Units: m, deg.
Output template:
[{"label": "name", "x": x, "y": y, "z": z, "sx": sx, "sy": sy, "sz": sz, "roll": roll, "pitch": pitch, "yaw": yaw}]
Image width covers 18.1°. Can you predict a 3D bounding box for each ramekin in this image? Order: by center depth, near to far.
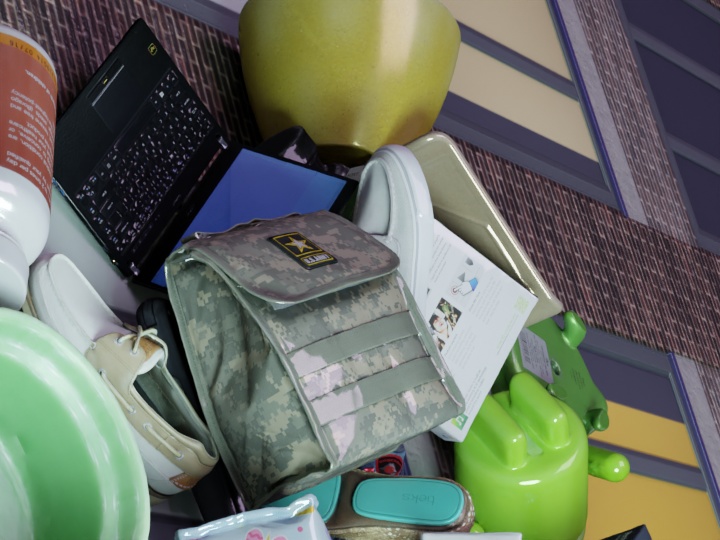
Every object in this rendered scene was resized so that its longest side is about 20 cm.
[{"label": "ramekin", "x": -0.234, "y": 0.132, "z": 1.422, "sx": 0.200, "sy": 0.097, "sz": 0.201, "roll": 41, "pitch": 34, "yaw": -35}]

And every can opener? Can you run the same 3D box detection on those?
[{"label": "can opener", "x": -0.121, "y": 0.112, "z": 1.682, "sx": 0.063, "sy": 0.078, "sz": 0.201, "roll": -1, "pitch": 76, "yaw": -65}]

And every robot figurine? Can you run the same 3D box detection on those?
[{"label": "robot figurine", "x": 0.139, "y": 0.185, "z": 1.953, "sx": 0.116, "sy": 0.175, "sz": 0.201, "roll": 44, "pitch": -30, "yaw": 41}]

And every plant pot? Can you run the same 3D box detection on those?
[{"label": "plant pot", "x": -0.016, "y": -0.149, "z": 1.982, "sx": 0.200, "sy": 0.199, "sz": 0.143, "roll": 33, "pitch": 53, "yaw": -44}]

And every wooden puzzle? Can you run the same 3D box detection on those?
[{"label": "wooden puzzle", "x": 0.056, "y": -0.014, "z": 1.964, "sx": 0.200, "sy": 0.185, "sz": 0.037, "roll": 53, "pitch": 38, "yaw": -15}]

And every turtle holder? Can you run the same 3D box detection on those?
[{"label": "turtle holder", "x": 0.148, "y": 0.107, "z": 2.073, "sx": 0.185, "sy": 0.131, "sz": 0.141, "roll": -5, "pitch": 69, "yaw": -62}]

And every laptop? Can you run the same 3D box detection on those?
[{"label": "laptop", "x": -0.124, "y": -0.079, "z": 1.750, "sx": 0.200, "sy": 0.103, "sz": 0.177, "roll": 55, "pitch": 44, "yaw": -25}]

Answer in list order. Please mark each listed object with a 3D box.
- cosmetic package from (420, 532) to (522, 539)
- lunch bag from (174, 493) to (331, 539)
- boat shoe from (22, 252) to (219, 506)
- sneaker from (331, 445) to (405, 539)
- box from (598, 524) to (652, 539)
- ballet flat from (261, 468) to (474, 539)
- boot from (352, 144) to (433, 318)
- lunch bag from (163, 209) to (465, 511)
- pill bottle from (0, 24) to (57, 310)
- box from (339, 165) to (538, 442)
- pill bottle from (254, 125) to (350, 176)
[{"label": "cosmetic package", "x": 0.078, "y": 0.301, "z": 1.649, "sx": 0.113, "sy": 0.081, "sz": 0.201, "roll": 103, "pitch": -12, "yaw": -65}, {"label": "lunch bag", "x": -0.060, "y": 0.265, "z": 1.573, "sx": 0.200, "sy": 0.127, "sz": 0.170, "roll": 82, "pitch": -8, "yaw": -75}, {"label": "boat shoe", "x": -0.170, "y": 0.069, "z": 1.623, "sx": 0.200, "sy": 0.068, "sz": 0.075, "roll": 58, "pitch": 27, "yaw": -8}, {"label": "sneaker", "x": -0.008, "y": 0.169, "z": 1.784, "sx": 0.079, "sy": 0.095, "sz": 0.201, "roll": 19, "pitch": 49, "yaw": -49}, {"label": "box", "x": 0.146, "y": 0.309, "z": 1.822, "sx": 0.104, "sy": 0.182, "sz": 0.200, "roll": 65, "pitch": 27, "yaw": -5}, {"label": "ballet flat", "x": -0.010, "y": 0.183, "z": 1.717, "sx": 0.065, "sy": 0.199, "sz": 0.071, "roll": 77, "pitch": 30, "yaw": -52}, {"label": "boot", "x": 0.000, "y": 0.000, "z": 1.769, "sx": 0.095, "sy": 0.073, "sz": 0.201, "roll": 1, "pitch": 86, "yaw": -37}, {"label": "lunch bag", "x": -0.040, "y": 0.049, "z": 1.645, "sx": 0.164, "sy": 0.117, "sz": 0.201, "roll": -17, "pitch": 78, "yaw": -49}, {"label": "pill bottle", "x": -0.264, "y": -0.064, "z": 1.533, "sx": 0.112, "sy": 0.112, "sz": 0.201, "roll": 37, "pitch": 35, "yaw": -39}, {"label": "box", "x": 0.037, "y": 0.029, "z": 1.855, "sx": 0.200, "sy": 0.036, "sz": 0.145, "roll": 37, "pitch": 72, "yaw": -24}, {"label": "pill bottle", "x": -0.027, "y": -0.018, "z": 1.904, "sx": 0.200, "sy": 0.112, "sz": 0.112, "roll": 54, "pitch": 28, "yaw": -16}]
